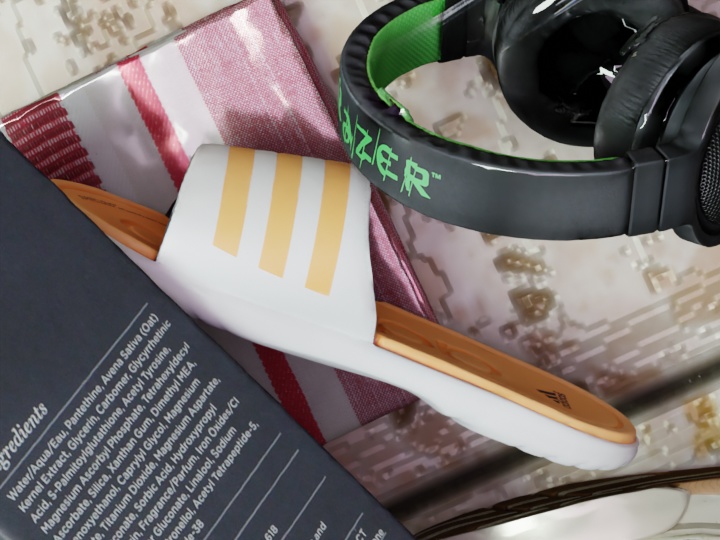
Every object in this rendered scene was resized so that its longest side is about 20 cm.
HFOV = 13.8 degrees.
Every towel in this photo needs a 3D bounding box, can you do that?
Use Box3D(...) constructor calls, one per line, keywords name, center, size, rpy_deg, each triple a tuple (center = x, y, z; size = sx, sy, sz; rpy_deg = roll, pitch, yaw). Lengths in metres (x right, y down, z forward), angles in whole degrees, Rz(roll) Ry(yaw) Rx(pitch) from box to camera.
Box3D(name="towel", center=(-0.086, 0.013, 0.974), size=(0.200, 0.023, 0.144), rpy_deg=(-25, 98, 5))

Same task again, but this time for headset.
Box3D(name="headset", center=(0.090, -0.071, 0.914), size=(0.200, 0.124, 0.094), rpy_deg=(-13, 126, -26))

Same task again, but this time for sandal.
Box3D(name="sandal", center=(0.000, -0.002, 0.924), size=(0.207, 0.079, 0.059), rpy_deg=(22, 99, -11))

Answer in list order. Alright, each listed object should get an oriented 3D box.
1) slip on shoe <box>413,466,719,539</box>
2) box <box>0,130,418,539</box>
Box3D(name="slip on shoe", center=(0.112, 0.094, 0.956), size=(0.200, 0.076, 0.061), rpy_deg=(-10, 90, -5))
Box3D(name="box", center=(-0.101, 0.080, 0.889), size=(0.200, 0.104, 0.148), rpy_deg=(46, 138, -10))
